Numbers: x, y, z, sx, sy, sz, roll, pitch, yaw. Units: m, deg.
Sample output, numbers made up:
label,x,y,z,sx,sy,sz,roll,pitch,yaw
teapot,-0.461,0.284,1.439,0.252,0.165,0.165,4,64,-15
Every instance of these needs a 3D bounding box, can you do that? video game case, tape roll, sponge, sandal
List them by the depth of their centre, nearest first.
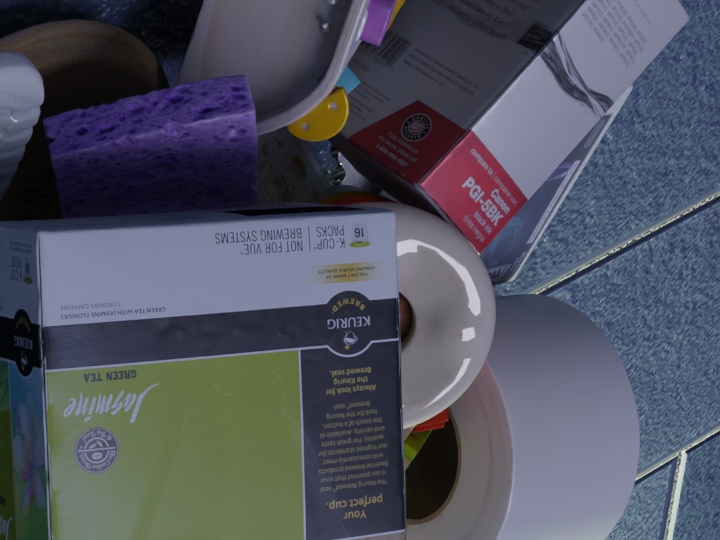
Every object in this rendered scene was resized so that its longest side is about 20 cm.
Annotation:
label,x,y,z,sx,sy,sz,roll,pitch,yaw
sandal,-0.224,-0.052,1.145,0.082,0.050,0.203,-2,146,-46
sponge,-0.112,-0.035,1.234,0.111,0.030,0.200,-14,153,-8
video game case,0.082,-0.053,1.536,0.182,0.023,0.200,-11,143,-40
tape roll,0.082,0.120,1.588,0.139,0.203,0.203,-4,128,-43

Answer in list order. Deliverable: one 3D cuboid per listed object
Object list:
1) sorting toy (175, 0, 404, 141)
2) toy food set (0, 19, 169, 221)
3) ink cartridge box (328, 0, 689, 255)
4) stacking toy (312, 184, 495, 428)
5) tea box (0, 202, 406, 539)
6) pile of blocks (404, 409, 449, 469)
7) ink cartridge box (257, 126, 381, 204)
label,x,y,z,sx,sy,sz,roll,pitch,yaw
sorting toy,-0.013,-0.173,1.271,0.200,0.107,0.180,-69,169,24
toy food set,-0.195,-0.059,1.249,0.200,0.049,0.198,-21,139,-32
ink cartridge box,0.080,-0.130,1.351,0.200,0.147,0.083,-48,132,-4
stacking toy,0.000,0.000,1.367,0.146,0.200,0.147,-2,111,-5
tea box,-0.093,0.067,1.150,0.200,0.134,0.197,-3,94,-28
pile of blocks,0.012,0.138,1.509,0.200,0.062,0.082,-56,177,21
ink cartridge box,-0.080,-0.021,1.429,0.200,0.050,0.161,-56,148,-17
